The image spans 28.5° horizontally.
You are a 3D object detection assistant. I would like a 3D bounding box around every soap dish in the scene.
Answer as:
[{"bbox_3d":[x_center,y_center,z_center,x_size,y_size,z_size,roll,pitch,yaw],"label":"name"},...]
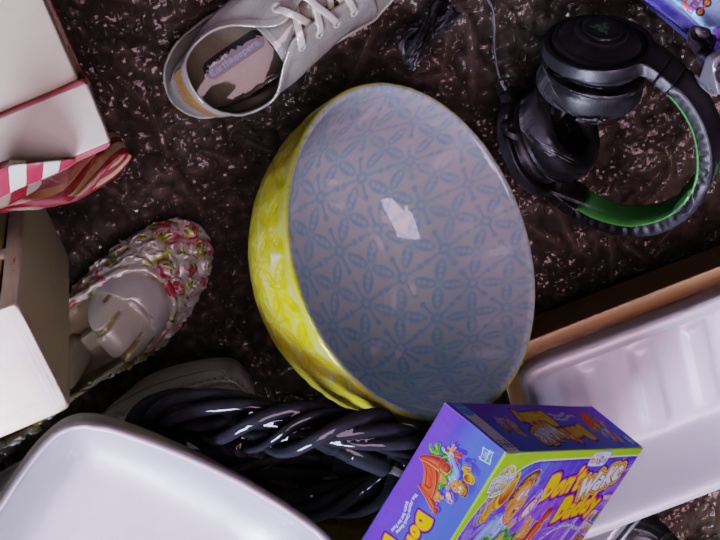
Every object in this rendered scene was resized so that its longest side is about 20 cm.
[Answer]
[{"bbox_3d":[0.196,0.078,0.952,0.198,0.081,0.159,-21,115,-4],"label":"soap dish"}]

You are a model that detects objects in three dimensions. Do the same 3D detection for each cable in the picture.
[{"bbox_3d":[-0.050,0.108,0.813,0.197,0.163,0.051,6,72,15],"label":"cable"}]

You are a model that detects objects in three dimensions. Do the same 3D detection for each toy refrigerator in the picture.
[{"bbox_3d":[-0.206,0.015,0.771,0.075,0.200,0.071,-22,116,-1],"label":"toy refrigerator"}]

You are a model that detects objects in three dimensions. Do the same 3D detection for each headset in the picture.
[{"bbox_3d":[0.118,-0.094,0.842,0.199,0.094,0.124,38,137,5],"label":"headset"}]

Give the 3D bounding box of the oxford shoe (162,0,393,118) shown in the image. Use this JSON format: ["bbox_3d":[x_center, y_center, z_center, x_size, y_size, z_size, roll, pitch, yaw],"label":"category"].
[{"bbox_3d":[-0.030,-0.155,0.819,0.199,0.058,0.075,-39,111,3],"label":"oxford shoe"}]

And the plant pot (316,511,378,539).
[{"bbox_3d":[-0.028,0.267,0.927,0.193,0.194,0.203,7,106,-15],"label":"plant pot"}]

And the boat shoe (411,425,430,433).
[{"bbox_3d":[0.079,0.138,0.953,0.202,0.075,0.086,42,113,-17],"label":"boat shoe"}]

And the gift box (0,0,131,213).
[{"bbox_3d":[-0.232,-0.097,0.704,0.183,0.200,0.189,-23,105,-2],"label":"gift box"}]

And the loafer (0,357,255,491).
[{"bbox_3d":[-0.153,0.125,0.900,0.199,0.070,0.070,-33,115,2],"label":"loafer"}]

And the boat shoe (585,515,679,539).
[{"bbox_3d":[0.157,0.257,1.010,0.201,0.071,0.072,-59,155,13],"label":"boat shoe"}]

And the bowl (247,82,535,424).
[{"bbox_3d":[0.000,0.000,0.849,0.107,0.201,0.200,-19,126,45],"label":"bowl"}]

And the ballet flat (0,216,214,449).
[{"bbox_3d":[-0.168,0.048,0.869,0.199,0.064,0.076,-39,113,5],"label":"ballet flat"}]

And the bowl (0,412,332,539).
[{"bbox_3d":[-0.129,0.186,0.780,0.199,0.075,0.201,31,91,-21],"label":"bowl"}]

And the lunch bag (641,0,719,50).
[{"bbox_3d":[0.203,-0.228,0.835,0.199,0.094,0.151,35,103,-10],"label":"lunch bag"}]

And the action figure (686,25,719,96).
[{"bbox_3d":[0.215,-0.169,0.776,0.200,0.069,0.130,42,93,-6],"label":"action figure"}]

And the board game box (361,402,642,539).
[{"bbox_3d":[0.077,0.145,0.820,0.199,0.045,0.135,9,115,-58],"label":"board game box"}]
